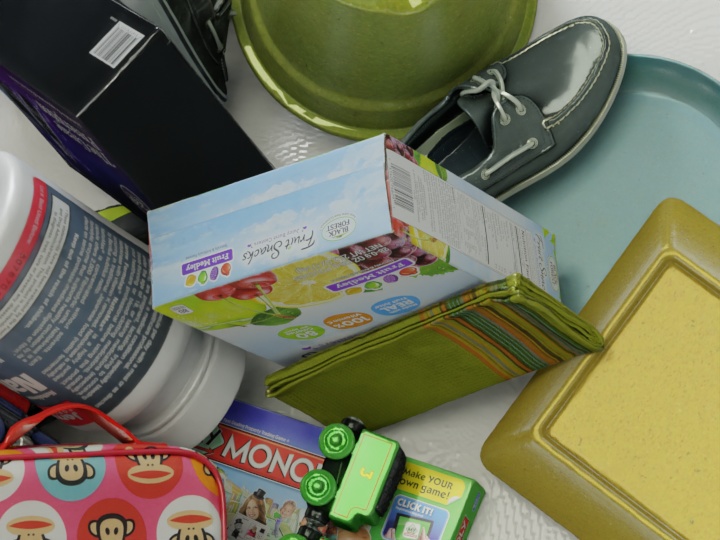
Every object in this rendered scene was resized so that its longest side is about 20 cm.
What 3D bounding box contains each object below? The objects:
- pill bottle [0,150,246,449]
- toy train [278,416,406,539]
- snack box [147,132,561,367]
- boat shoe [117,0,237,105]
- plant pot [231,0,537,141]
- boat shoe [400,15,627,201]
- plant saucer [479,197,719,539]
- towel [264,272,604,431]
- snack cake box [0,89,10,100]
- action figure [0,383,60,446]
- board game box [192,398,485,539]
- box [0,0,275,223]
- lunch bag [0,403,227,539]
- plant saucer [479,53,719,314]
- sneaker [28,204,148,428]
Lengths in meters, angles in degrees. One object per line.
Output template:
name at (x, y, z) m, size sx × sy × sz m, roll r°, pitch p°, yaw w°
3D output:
pill bottle at (-0.170, 0.027, 1.652) m, size 0.119 × 0.200 × 0.120 m, roll -35°, pitch 36°, yaw 31°
toy train at (-0.027, 0.184, 1.626) m, size 0.056 × 0.042 × 0.201 m, roll 19°, pitch 78°, yaw 12°
snack box at (0.000, 0.000, 1.608) m, size 0.168 × 0.200 × 0.068 m, roll -17°, pitch 66°, yaw 29°
boat shoe at (-0.109, -0.158, 1.725) m, size 0.071 × 0.200 × 0.072 m, roll -44°, pitch 69°, yaw -7°
plant pot at (0.016, -0.196, 1.675) m, size 0.199 × 0.184 × 0.202 m, roll 0°, pitch 80°, yaw -1°
boat shoe at (0.082, -0.087, 1.681) m, size 0.200 × 0.062 × 0.073 m, roll -41°, pitch 64°, yaw 0°
plant saucer at (0.196, 0.084, 1.595) m, size 0.199 × 0.048 × 0.201 m, roll 36°, pitch 89°, yaw 19°
towel at (0.042, 0.056, 1.616) m, size 0.199 × 0.086 × 0.018 m, roll -23°, pitch 48°, yaw 36°
snack cake box at (-0.168, -0.207, 1.836) m, size 0.199 × 0.067 × 0.116 m, roll -20°, pitch 64°, yaw 10°
action figure at (-0.279, 0.109, 1.658) m, size 0.104 × 0.200 × 0.194 m, roll -15°, pitch 37°, yaw 55°
board game box at (-0.039, 0.163, 1.675) m, size 0.199 × 0.029 × 0.135 m, roll 16°, pitch 77°, yaw 23°
box at (-0.152, -0.103, 1.685) m, size 0.079 × 0.141 × 0.200 m, roll -47°, pitch 36°, yaw -7°
lunch bag at (-0.176, 0.166, 1.600) m, size 0.198 × 0.082 × 0.178 m, roll 2°, pitch 84°, yaw -19°
plant saucer at (0.158, -0.036, 1.686) m, size 0.199 × 0.027 × 0.202 m, roll -7°, pitch 68°, yaw 17°
sneaker at (-0.188, 0.044, 1.754) m, size 0.081 × 0.074 × 0.200 m, roll 39°, pitch 91°, yaw 16°
